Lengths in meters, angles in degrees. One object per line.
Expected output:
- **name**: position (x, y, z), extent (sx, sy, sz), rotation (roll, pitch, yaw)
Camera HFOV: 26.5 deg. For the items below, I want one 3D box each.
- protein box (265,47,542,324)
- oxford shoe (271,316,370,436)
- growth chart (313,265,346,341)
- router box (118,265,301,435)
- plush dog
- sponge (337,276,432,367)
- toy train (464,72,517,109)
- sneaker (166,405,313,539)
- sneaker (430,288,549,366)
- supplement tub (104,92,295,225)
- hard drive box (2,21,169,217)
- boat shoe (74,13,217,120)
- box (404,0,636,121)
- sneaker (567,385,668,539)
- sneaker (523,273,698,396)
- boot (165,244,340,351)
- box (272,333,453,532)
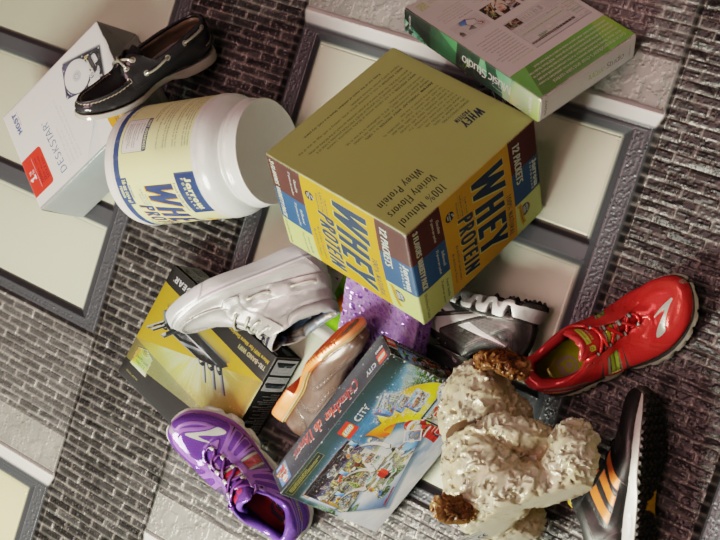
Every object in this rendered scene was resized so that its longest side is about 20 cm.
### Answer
- **protein box**: position (0.049, -0.091, 1.581), extent (0.199, 0.135, 0.198), rotation (31, 61, 33)
- **oxford shoe**: position (-0.026, 0.120, 1.660), extent (0.073, 0.071, 0.200), rotation (42, 141, 6)
- **growth chart**: position (0.000, 0.000, 1.733), extent (0.144, 0.018, 0.201), rotation (23, 99, 34)
- **router box**: position (-0.183, 0.113, 1.827), extent (0.200, 0.052, 0.158), rotation (38, 107, 32)
- **plush dog**: position (0.124, 0.171, 1.523), extent (0.200, 0.159, 0.173), rotation (120, 145, -48)
- **sponge**: position (0.021, 0.081, 1.655), extent (0.111, 0.030, 0.201), rotation (33, 127, 34)
- **toy train**: position (0.129, -0.241, 1.658), extent (0.046, 0.034, 0.201), rotation (-29, 70, 26)
- **sneaker**: position (-0.137, 0.230, 1.725), extent (0.200, 0.083, 0.081), rotation (38, 104, 5)
- **sneaker**: position (0.101, 0.060, 1.625), extent (0.199, 0.066, 0.091), rotation (12, 89, 33)
- **supplement tub**: position (-0.185, -0.131, 1.799), extent (0.199, 0.145, 0.146), rotation (-4, 83, 35)
- **hard drive box**: position (-0.347, -0.191, 1.962), extent (0.200, 0.077, 0.156), rotation (-40, 63, 25)
- **boat shoe**: position (-0.262, -0.245, 1.843), extent (0.074, 0.199, 0.061), rotation (36, 148, 46)
- **box**: position (0.163, -0.245, 1.580), extent (0.200, 0.144, 0.036), rotation (39, 150, 33)
- **sneaker**: position (0.245, 0.211, 1.504), extent (0.089, 0.070, 0.202), rotation (4, 89, 32)
- **sneaker**: position (0.244, 0.071, 1.512), extent (0.200, 0.085, 0.077), rotation (-36, 67, 27)
- **boot**: position (-0.122, 0.049, 1.733), extent (0.199, 0.074, 0.096), rotation (-25, 68, 12)
- **box**: position (0.019, 0.176, 1.624), extent (0.200, 0.136, 0.038), rotation (-52, 33, 17)
